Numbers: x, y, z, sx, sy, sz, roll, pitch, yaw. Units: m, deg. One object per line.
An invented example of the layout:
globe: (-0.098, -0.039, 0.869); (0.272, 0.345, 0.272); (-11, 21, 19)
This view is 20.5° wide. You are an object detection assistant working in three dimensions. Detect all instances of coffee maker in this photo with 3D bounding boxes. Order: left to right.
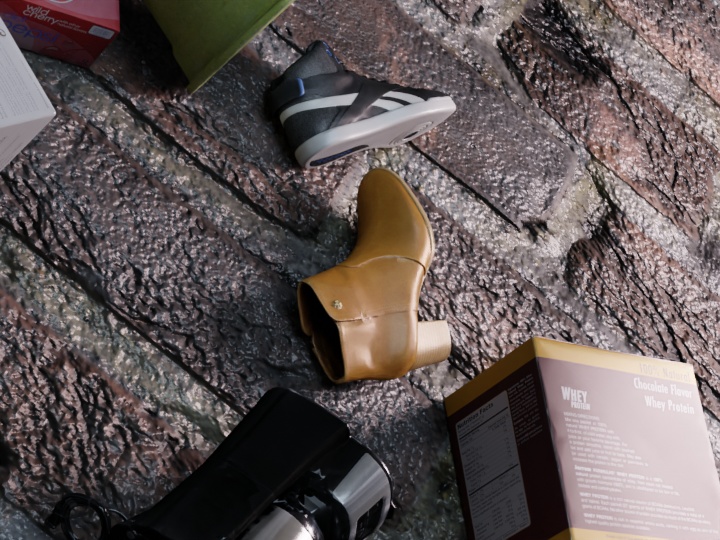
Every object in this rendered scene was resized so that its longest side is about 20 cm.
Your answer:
coffee maker: (-0.097, 0.182, 1.529); (0.192, 0.135, 0.200); (48, 43, -2)

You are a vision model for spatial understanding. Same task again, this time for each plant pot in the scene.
plant pot: (-0.137, -0.290, 1.752); (0.184, 0.200, 0.200); (48, 44, -7)

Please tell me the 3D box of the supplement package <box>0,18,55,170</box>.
supplement package: (-0.356, -0.118, 1.519); (0.200, 0.114, 0.110); (-22, 77, -50)

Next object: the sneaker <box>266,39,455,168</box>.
sneaker: (-0.001, -0.173, 1.884); (0.200, 0.073, 0.112); (-19, 77, -43)

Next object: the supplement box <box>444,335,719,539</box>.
supplement box: (0.204, 0.187, 1.770); (0.197, 0.133, 0.201); (11, 57, -34)

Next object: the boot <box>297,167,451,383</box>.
boot: (0.000, 0.001, 1.771); (0.144, 0.071, 0.202); (-3, 70, -43)

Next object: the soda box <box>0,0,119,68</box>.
soda box: (-0.305, -0.241, 1.689); (0.200, 0.063, 0.070); (15, 54, -32)
